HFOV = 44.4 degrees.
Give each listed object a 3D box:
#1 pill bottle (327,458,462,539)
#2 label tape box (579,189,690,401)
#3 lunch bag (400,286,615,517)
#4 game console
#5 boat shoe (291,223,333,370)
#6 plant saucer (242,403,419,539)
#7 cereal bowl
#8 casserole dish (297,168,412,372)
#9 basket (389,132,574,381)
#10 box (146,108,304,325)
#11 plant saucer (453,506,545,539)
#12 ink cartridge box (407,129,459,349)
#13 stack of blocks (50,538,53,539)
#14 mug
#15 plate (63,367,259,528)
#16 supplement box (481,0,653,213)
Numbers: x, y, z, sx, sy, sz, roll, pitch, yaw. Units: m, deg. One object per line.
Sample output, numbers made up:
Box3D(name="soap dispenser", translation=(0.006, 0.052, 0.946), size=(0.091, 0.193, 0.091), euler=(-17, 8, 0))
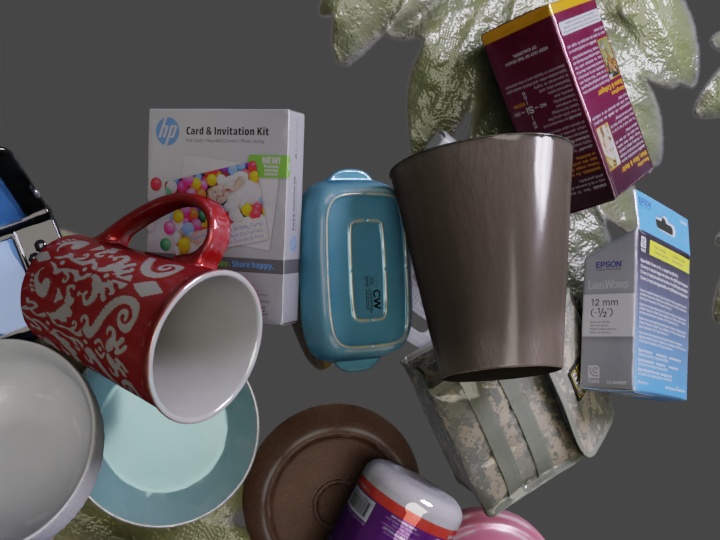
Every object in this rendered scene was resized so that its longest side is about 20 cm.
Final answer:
Box3D(name="pill bottle", translation=(0.013, 0.300, 0.881), size=(0.111, 0.112, 0.202), euler=(28, 89, -12))
Box3D(name="label tape box", translation=(0.294, 0.032, 0.938), size=(0.142, 0.065, 0.204), euler=(15, 74, -48))
Box3D(name="lunch bag", translation=(0.170, 0.128, 0.929), size=(0.198, 0.118, 0.166), euler=(-29, 108, -9))
Box3D(name="game console", translation=(-0.378, 0.003, 0.813), size=(0.197, 0.116, 0.178), euler=(-21, 98, -9))
Box3D(name="boat shoe", translation=(-0.052, -0.002, 0.907), size=(0.064, 0.073, 0.203), euler=(-19, 97, -29))
Box3D(name="plant saucer", translation=(-0.026, 0.246, 0.944), size=(0.197, 0.034, 0.204), euler=(-1, 94, -12))
Box3D(name="cereal bowl", translation=(-0.332, 0.171, 0.827), size=(0.196, 0.084, 0.203), euler=(-1, 65, 3))
Box3D(name="casserole dish", translation=(0.000, 0.000, 0.872), size=(0.119, 0.039, 0.204), euler=(-3, 92, -26))
Box3D(name="basket", translation=(0.119, -0.004, 0.817), size=(0.177, 0.136, 0.204), euler=(-8, 77, 20))
Box3D(name="box", translation=(-0.134, -0.054, 0.861), size=(0.153, 0.041, 0.204), euler=(4, 93, 19))
Box3D(name="plant saucer", translation=(0.134, 0.368, 0.976), size=(0.197, 0.051, 0.204), euler=(-1, 95, -12))
Box3D(name="ink cartridge box", translation=(0.091, -0.022, 0.952), size=(0.161, 0.057, 0.201), euler=(34, 108, -12))
Box3D(name="stack of blocks", translation=(-0.345, 0.317, 0.871), size=(0.198, 0.059, 0.116), euler=(28, 88, -12))
Box3D(name="mug", translation=(-0.194, 0.026, 0.808), size=(0.179, 0.198, 0.134), euler=(-57, 142, -25))
Box3D(name="plate", translation=(-0.202, 0.162, 0.906), size=(0.196, 0.026, 0.204), euler=(-1, 93, -12))
Box3D(name="supplement box", translation=(0.216, -0.172, 0.912), size=(0.110, 0.085, 0.203), euler=(-31, 102, -46))
